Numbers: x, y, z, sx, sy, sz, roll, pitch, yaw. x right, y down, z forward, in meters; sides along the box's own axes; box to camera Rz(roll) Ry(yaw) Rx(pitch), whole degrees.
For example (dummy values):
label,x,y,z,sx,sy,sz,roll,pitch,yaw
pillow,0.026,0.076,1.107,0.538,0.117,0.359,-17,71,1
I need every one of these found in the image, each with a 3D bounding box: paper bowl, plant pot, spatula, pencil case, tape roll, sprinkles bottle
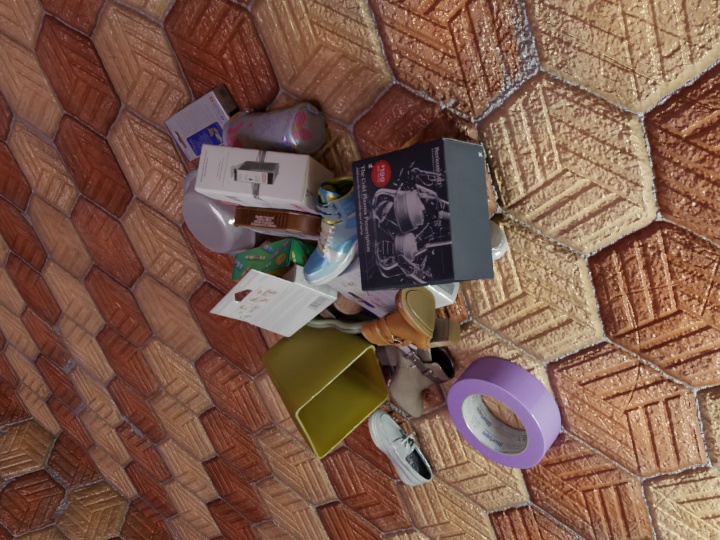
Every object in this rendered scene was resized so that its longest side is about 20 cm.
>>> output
label,x,y,z,sx,sy,sz,roll,pitch,yaw
paper bowl,-0.276,-0.117,1.695,0.199,0.104,0.202,26,138,26
plant pot,-0.083,0.215,1.710,0.176,0.199,0.201,39,160,35
spatula,0.045,0.149,1.670,0.056,0.020,0.202,16,137,53
pencil case,-0.151,-0.239,1.474,0.198,0.092,0.083,5,158,45
tape roll,0.254,0.255,1.517,0.199,0.066,0.202,27,138,27
sprinkles bottle,0.000,0.000,1.545,0.068,0.068,0.201,38,143,13

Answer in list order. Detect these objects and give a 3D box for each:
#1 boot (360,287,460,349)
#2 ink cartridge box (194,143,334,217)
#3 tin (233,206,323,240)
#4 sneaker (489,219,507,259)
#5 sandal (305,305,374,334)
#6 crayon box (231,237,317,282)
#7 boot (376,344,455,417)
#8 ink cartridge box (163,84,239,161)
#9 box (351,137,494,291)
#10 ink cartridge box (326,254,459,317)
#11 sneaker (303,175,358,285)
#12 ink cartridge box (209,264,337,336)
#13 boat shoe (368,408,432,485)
label,x,y,z,sx,sy,sz,roll,pitch,yaw
boot,0.065,0.089,1.459,0.153,0.075,0.200,-5,150,31
ink cartridge box,-0.160,-0.152,1.458,0.197,0.084,0.147,8,176,16
tin,-0.139,-0.083,1.527,0.198,0.111,0.043,8,90,33
sneaker,0.155,-0.042,1.358,0.199,0.076,0.106,26,151,38
sandal,-0.048,0.078,1.661,0.199,0.079,0.058,8,113,42
crayon box,-0.147,-0.005,1.646,0.118,0.059,0.199,19,160,-37
boot,0.117,0.198,1.608,0.145,0.070,0.201,-8,121,42
ink cartridge box,-0.297,-0.278,1.628,0.199,0.037,0.095,-15,112,48
box,0.091,-0.078,1.269,0.181,0.103,0.203,-9,85,41
ink cartridge box,0.051,0.020,1.483,0.161,0.051,0.199,32,154,-25
sneaker,-0.052,-0.076,1.414,0.130,0.200,0.080,36,-171,-42
ink cartridge box,-0.163,0.048,1.587,0.174,0.045,0.200,21,145,-24
boat shoe,0.090,0.370,1.795,0.071,0.070,0.202,-16,115,39
